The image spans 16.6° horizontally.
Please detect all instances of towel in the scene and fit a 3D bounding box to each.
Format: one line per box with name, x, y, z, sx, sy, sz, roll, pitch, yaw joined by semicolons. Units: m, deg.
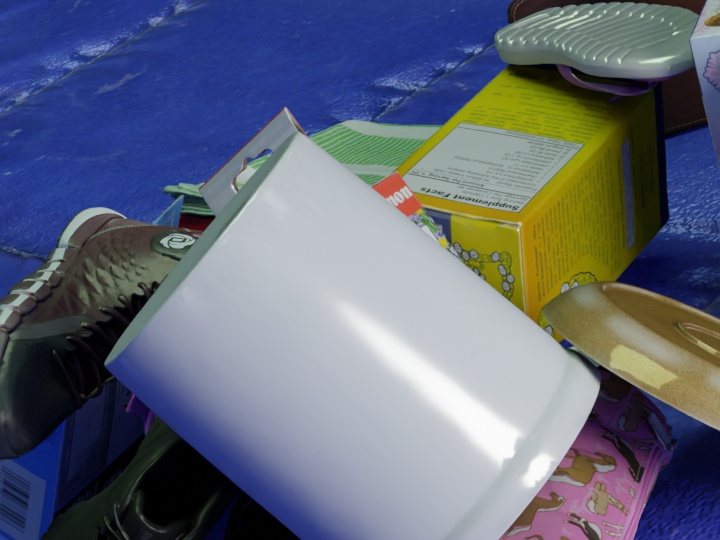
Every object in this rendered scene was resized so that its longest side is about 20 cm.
towel;-0.012;-0.068;1.635;0.152;0.023;0.200;6;19;40

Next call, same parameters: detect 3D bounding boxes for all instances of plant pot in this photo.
plant pot;0.191;0.052;1.300;0.199;0.028;0.200;25;10;-5

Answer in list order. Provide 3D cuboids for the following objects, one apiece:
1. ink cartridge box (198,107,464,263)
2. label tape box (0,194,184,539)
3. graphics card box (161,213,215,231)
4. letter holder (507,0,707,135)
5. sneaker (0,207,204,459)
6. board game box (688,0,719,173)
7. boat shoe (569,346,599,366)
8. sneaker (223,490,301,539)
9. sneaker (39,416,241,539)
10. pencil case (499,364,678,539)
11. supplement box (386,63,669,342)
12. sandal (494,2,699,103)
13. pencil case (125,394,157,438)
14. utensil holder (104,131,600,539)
ink cartridge box;0.000;0.000;1.474;0.050;0.200;0.109;-33;-4;-44
label tape box;-0.153;0.065;1.546;0.063;0.145;0.200;30;44;17
graphics card box;-0.019;-0.033;1.653;0.200;0.051;0.125;-17;16;-37
letter holder;0.215;-0.183;1.819;0.199;0.143;0.101;-17;23;7
sneaker;-0.136;0.030;1.401;0.115;0.076;0.200;1;39;20
board game box;0.258;-0.095;1.517;0.041;0.200;0.200;-7;25;22
boat shoe;0.068;0.108;1.404;0.200;0.069;0.057;-31;7;-28
sneaker;-0.030;0.137;1.385;0.070;0.078;0.200;-12;25;18
sneaker;-0.127;0.147;1.347;0.200;0.076;0.091;-55;5;9
pencil case;0.107;0.131;1.292;0.087;0.083;0.200;-48;5;34
supplement box;0.103;-0.038;1.551;0.109;0.110;0.200;12;36;30
sandal;0.158;-0.133;1.542;0.082;0.050;0.203;-26;21;-18
pencil case;-0.070;0.073;1.486;0.092;0.085;0.200;25;11;5
utensil holder;-0.007;0.052;1.260;0.170;0.200;0.170;-50;7;8
